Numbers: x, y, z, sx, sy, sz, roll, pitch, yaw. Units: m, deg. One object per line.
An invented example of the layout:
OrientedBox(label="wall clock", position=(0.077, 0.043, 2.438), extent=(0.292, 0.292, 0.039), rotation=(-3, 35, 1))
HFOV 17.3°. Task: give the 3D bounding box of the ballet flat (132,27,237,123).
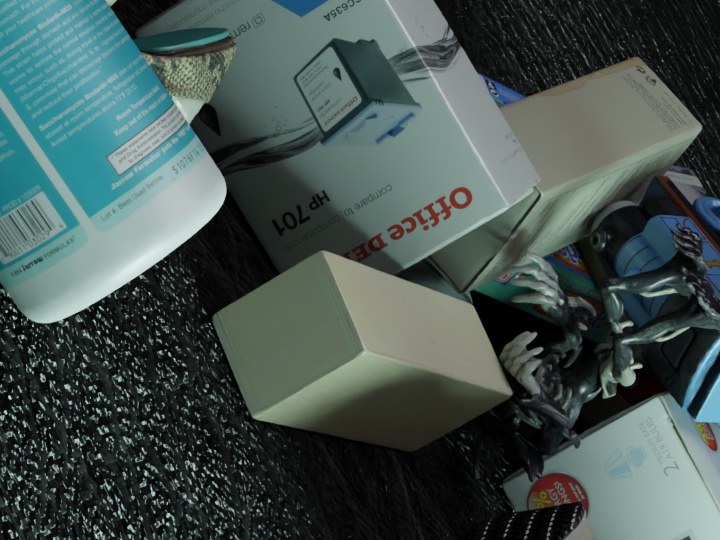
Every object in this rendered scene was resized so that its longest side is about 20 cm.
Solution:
OrientedBox(label="ballet flat", position=(-0.127, -0.092, 1.226), extent=(0.200, 0.068, 0.076), rotation=(-7, 96, -65))

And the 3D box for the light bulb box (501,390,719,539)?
OrientedBox(label="light bulb box", position=(0.214, 0.185, 1.574), extent=(0.199, 0.125, 0.200), rotation=(61, 18, 7))

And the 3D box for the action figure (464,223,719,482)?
OrientedBox(label="action figure", position=(0.125, 0.046, 1.443), extent=(0.102, 0.200, 0.119), rotation=(43, 24, -29))

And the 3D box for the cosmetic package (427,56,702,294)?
OrientedBox(label="cosmetic package", position=(0.126, -0.065, 1.557), extent=(0.073, 0.104, 0.200), rotation=(50, 38, 16))

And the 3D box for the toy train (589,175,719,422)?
OrientedBox(label="toy train", position=(0.225, 0.017, 1.543), extent=(0.114, 0.087, 0.200), rotation=(5, 36, -34))

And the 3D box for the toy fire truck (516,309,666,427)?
OrientedBox(label="toy fire truck", position=(0.231, 0.015, 1.753), extent=(0.129, 0.200, 0.176), rotation=(41, 26, -42))

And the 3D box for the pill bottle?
OrientedBox(label="pill bottle", position=(-0.155, -0.085, 1.053), extent=(0.200, 0.111, 0.111), rotation=(57, 19, -9))

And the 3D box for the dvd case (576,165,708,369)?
OrientedBox(label="dvd case", position=(0.215, -0.006, 1.665), extent=(0.148, 0.016, 0.200), rotation=(9, 44, -35))

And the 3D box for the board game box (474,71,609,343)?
OrientedBox(label="board game box", position=(0.124, -0.047, 1.684), extent=(0.152, 0.045, 0.200), rotation=(24, 35, -34))

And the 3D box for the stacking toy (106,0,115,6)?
OrientedBox(label="stacking toy", position=(-0.165, -0.207, 1.286), extent=(0.085, 0.085, 0.200), rotation=(50, 14, -26))

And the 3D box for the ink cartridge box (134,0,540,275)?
OrientedBox(label="ink cartridge box", position=(-0.012, -0.094, 1.377), extent=(0.200, 0.146, 0.086), rotation=(59, 20, -1))

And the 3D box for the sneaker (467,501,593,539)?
OrientedBox(label="sneaker", position=(0.102, 0.203, 1.377), extent=(0.200, 0.070, 0.094), rotation=(-58, 137, -74))

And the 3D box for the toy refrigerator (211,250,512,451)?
OrientedBox(label="toy refrigerator", position=(0.004, 0.046, 1.321), extent=(0.200, 0.076, 0.070), rotation=(18, 45, -62))

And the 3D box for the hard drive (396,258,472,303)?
OrientedBox(label="hard drive", position=(0.012, -0.077, 1.604), extent=(0.132, 0.027, 0.200), rotation=(39, 28, -45))
